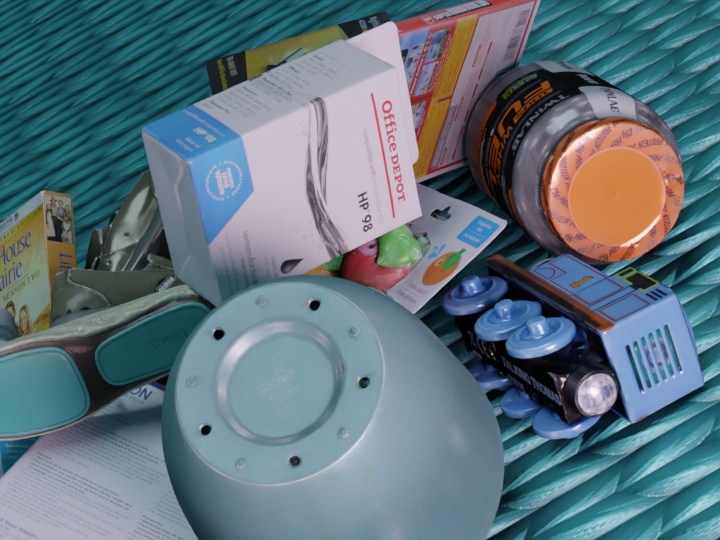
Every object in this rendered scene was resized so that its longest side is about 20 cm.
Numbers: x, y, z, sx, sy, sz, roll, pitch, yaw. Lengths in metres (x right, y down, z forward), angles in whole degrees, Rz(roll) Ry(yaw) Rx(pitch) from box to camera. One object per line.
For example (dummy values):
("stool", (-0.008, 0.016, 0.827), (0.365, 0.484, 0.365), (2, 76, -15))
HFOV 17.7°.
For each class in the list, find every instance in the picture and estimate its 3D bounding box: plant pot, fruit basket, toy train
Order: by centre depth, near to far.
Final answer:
("plant pot", (-0.027, 0.095, 1.363), (0.200, 0.161, 0.201), (-6, 65, 12))
("toy train", (0.134, 0.042, 1.501), (0.114, 0.087, 0.200), (-24, 21, -13))
("fruit basket", (-0.011, 0.014, 1.561), (0.200, 0.094, 0.185), (-48, 23, -5))

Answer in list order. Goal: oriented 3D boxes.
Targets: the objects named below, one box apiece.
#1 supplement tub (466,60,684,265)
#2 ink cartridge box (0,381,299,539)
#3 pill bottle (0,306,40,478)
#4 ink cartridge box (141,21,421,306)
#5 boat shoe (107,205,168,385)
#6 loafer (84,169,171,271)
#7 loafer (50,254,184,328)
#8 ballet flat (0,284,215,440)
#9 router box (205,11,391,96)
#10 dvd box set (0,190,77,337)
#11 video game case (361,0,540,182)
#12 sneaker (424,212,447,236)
("supplement tub", (0.153, -0.075, 1.627), (0.122, 0.123, 0.200), (-30, 17, -3))
("ink cartridge box", (-0.141, 0.167, 1.489), (0.199, 0.041, 0.200), (23, 49, 23))
("pill bottle", (-0.261, 0.126, 1.605), (0.111, 0.111, 0.201), (-21, 61, 15))
("ink cartridge box", (-0.033, -0.072, 1.508), (0.200, 0.116, 0.067), (-26, 34, -24))
("boat shoe", (-0.160, 0.032, 1.826), (0.075, 0.074, 0.200), (-11, 50, 14))
("loafer", (-0.175, 0.005, 1.754), (0.070, 0.075, 0.200), (21, 74, 43))
("loafer", (-0.132, 0.016, 1.670), (0.199, 0.070, 0.075), (-5, -30, -26))
("ballet flat", (-0.180, 0.061, 1.529), (0.199, 0.068, 0.062), (-17, 16, -2))
("router box", (-0.034, -0.130, 1.809), (0.157, 0.052, 0.200), (-16, 26, -1))
("dvd box set", (-0.255, 0.059, 1.731), (0.146, 0.029, 0.201), (-31, 58, 46))
("video game case", (0.049, -0.124, 1.658), (0.017, 0.143, 0.200), (34, 33, 26))
("sneaker", (0.000, 0.000, 1.696), (0.077, 0.091, 0.200), (-11, 33, 33))
